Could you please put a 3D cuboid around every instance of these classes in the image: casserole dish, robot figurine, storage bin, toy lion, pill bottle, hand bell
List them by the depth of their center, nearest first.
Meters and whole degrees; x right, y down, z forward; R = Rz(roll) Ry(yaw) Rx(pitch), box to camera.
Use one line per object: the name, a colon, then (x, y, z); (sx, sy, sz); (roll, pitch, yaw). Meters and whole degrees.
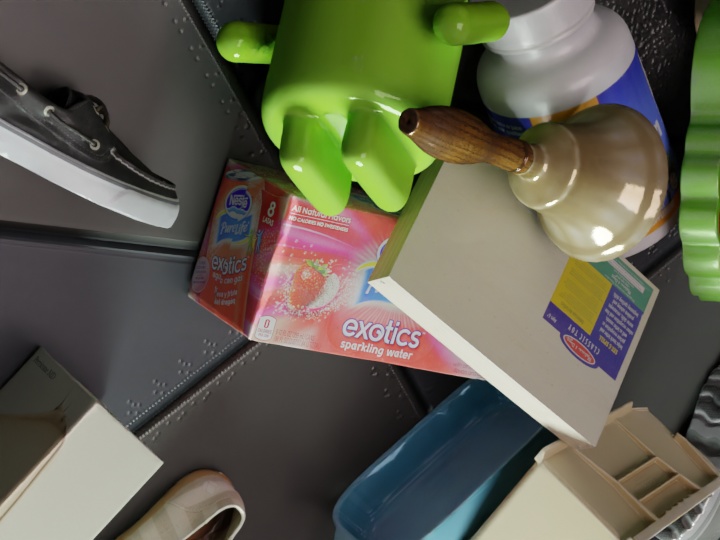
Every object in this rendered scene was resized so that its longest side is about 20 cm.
hand bell: (0.092, -0.070, 1.258); (0.200, 0.104, 0.105); (11, 103, -48)
robot figurine: (0.004, -0.137, 1.283); (0.116, 0.175, 0.201); (48, 47, -50)
pill bottle: (0.146, -0.113, 1.414); (0.112, 0.112, 0.200); (-36, 123, -15)
casserole dish: (0.068, 0.144, 1.459); (0.200, 0.121, 0.039); (-41, 115, -12)
toy lion: (0.261, -0.087, 1.461); (0.192, 0.068, 0.201); (-50, 137, -55)
storage bin: (0.142, 0.208, 1.467); (0.200, 0.094, 0.198); (-54, 162, 24)

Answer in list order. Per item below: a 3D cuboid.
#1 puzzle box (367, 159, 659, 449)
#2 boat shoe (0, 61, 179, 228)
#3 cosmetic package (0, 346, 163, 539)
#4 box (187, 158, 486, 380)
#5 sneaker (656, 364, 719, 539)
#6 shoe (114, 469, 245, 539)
puzzle box: (0.106, 0.011, 1.361); (0.200, 0.025, 0.133); (40, 60, -23)
boat shoe: (-0.185, -0.086, 1.252); (0.200, 0.069, 0.057); (28, 93, -34)
cosmetic package: (-0.231, 0.157, 1.297); (0.200, 0.103, 0.073); (-49, 125, -7)
box: (0.000, 0.000, 1.380); (0.199, 0.095, 0.103); (12, 100, -34)
sneaker: (0.304, 0.136, 1.645); (0.200, 0.075, 0.082); (-53, 141, 4)
shoe: (-0.154, 0.219, 1.397); (0.200, 0.053, 0.070); (-47, 125, -7)
